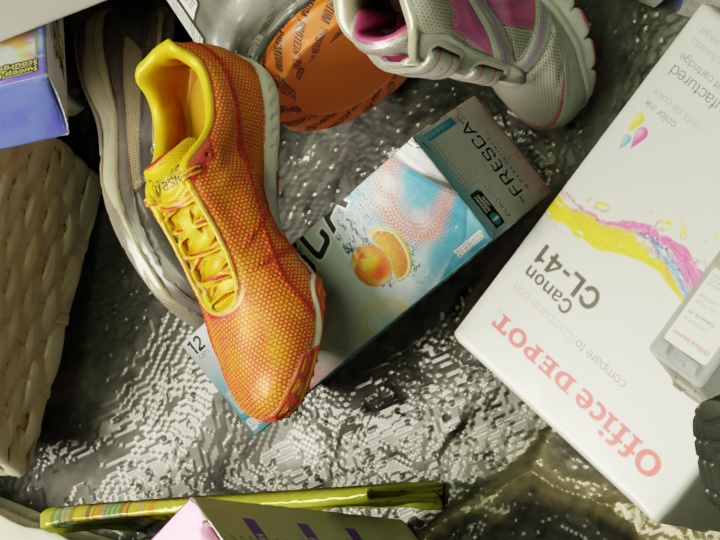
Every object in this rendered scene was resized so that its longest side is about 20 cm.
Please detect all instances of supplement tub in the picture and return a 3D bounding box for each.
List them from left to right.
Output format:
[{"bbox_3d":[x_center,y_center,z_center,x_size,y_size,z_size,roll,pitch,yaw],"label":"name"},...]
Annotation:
[{"bbox_3d":[-0.053,-0.177,1.293,0.123,0.122,0.200,-43,64,17],"label":"supplement tub"}]

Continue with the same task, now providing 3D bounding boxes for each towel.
[{"bbox_3d":[-0.063,0.124,1.268,0.199,0.086,0.018,-7,86,29],"label":"towel"}]

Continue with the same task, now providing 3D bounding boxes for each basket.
[{"bbox_3d":[-0.236,0.008,1.345,0.123,0.136,0.201,4,70,25],"label":"basket"}]

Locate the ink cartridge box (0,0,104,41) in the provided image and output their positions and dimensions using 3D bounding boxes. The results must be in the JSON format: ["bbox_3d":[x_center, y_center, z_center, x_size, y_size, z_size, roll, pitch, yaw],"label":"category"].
[{"bbox_3d":[-0.220,-0.203,1.291,0.147,0.086,0.200,-23,44,-7],"label":"ink cartridge box"}]

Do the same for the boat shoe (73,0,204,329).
[{"bbox_3d":[-0.097,-0.065,1.328,0.073,0.074,0.201,-28,70,24],"label":"boat shoe"}]

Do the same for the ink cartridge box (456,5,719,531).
[{"bbox_3d":[0.165,0.001,1.148,0.148,0.086,0.200,43,102,28],"label":"ink cartridge box"}]

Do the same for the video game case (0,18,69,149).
[{"bbox_3d":[-0.258,-0.121,1.312,0.199,0.046,0.182,-13,42,3],"label":"video game case"}]

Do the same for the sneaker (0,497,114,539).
[{"bbox_3d":[-0.175,0.179,1.335,0.200,0.075,0.085,14,87,41],"label":"sneaker"}]

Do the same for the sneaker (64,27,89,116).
[{"bbox_3d":[-0.220,-0.142,1.411,0.072,0.072,0.200,-45,55,-1],"label":"sneaker"}]

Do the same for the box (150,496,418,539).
[{"bbox_3d":[-0.010,0.208,1.156,0.097,0.200,0.176,-47,63,16],"label":"box"}]

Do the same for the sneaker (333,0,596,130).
[{"bbox_3d":[0.036,-0.127,1.194,0.081,0.200,0.088,12,63,54],"label":"sneaker"}]

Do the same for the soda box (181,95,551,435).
[{"bbox_3d":[0.000,0.000,1.222,0.064,0.068,0.200,50,128,2],"label":"soda box"}]

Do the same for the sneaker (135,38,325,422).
[{"bbox_3d":[-0.071,-0.018,1.183,0.073,0.077,0.201,-37,58,38],"label":"sneaker"}]

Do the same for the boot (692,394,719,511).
[{"bbox_3d":[0.222,0.112,1.100,0.130,0.201,0.068,-23,38,-20],"label":"boot"}]

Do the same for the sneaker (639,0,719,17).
[{"bbox_3d":[0.114,-0.212,1.202,0.199,0.081,0.115,25,79,-9],"label":"sneaker"}]
